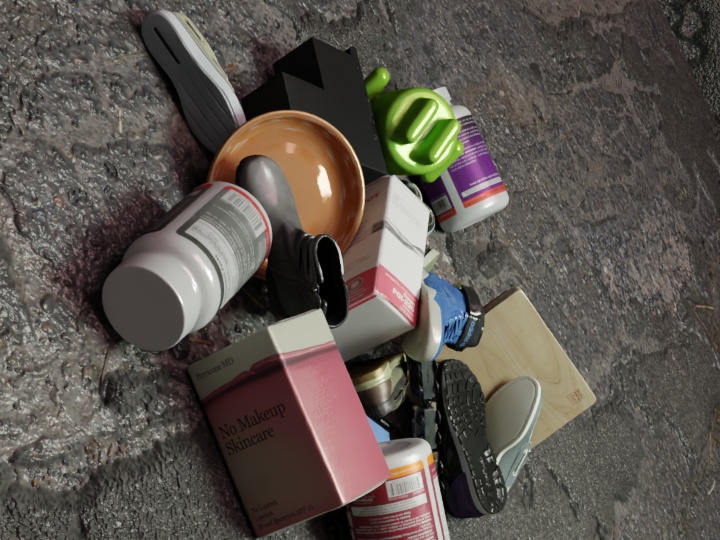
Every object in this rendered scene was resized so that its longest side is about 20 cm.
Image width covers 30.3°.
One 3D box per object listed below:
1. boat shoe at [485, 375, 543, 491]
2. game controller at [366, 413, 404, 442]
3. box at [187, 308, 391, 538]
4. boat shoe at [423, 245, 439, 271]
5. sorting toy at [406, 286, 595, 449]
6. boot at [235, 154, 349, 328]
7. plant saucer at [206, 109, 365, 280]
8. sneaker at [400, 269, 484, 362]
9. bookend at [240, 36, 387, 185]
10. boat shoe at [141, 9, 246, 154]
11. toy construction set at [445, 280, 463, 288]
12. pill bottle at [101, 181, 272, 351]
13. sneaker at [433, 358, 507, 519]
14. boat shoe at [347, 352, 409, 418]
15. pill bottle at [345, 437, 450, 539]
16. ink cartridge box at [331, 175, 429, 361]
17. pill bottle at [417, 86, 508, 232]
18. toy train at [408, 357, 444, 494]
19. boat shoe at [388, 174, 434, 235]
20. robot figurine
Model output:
[{"bbox_3d":[0.186,0.229,1.730,0.062,0.201,0.073,19,10,-46],"label":"boat shoe"},{"bbox_3d":[-0.004,0.196,1.586,0.200,0.042,0.105,41,38,-34],"label":"game controller"},{"bbox_3d":[-0.076,0.162,1.419,0.109,0.127,0.201,-17,82,-58],"label":"box"},{"bbox_3d":[0.035,0.002,1.762,0.066,0.075,0.199,38,38,12],"label":"boat shoe"},{"bbox_3d":[0.174,0.145,1.763,0.201,0.198,0.070,53,3,-22],"label":"sorting toy"},{"bbox_3d":[-0.068,-0.037,1.489,0.069,0.131,0.202,-24,102,-26],"label":"boot"},{"bbox_3d":[-0.091,-0.088,1.570,0.198,0.037,0.202,-4,99,-24],"label":"plant saucer"},{"bbox_3d":[0.107,0.065,1.622,0.110,0.077,0.200,23,16,-14],"label":"sneaker"},{"bbox_3d":[-0.078,-0.212,1.718,0.199,0.092,0.200,15,54,-50],"label":"bookend"},{"bbox_3d":[-0.185,-0.227,1.589,0.201,0.072,0.062,60,34,-2],"label":"boat shoe"},{"bbox_3d":[0.141,0.093,1.841,0.201,0.091,0.131,62,30,-25],"label":"toy construction set"},{"bbox_3d":[-0.181,-0.005,1.395,0.114,0.113,0.200,57,32,-12],"label":"pill bottle"},{"bbox_3d":[0.114,0.216,1.687,0.075,0.087,0.202,-3,77,-47],"label":"sneaker"},{"bbox_3d":[0.022,0.141,1.609,0.200,0.073,0.065,-13,86,-78],"label":"boat shoe"},{"bbox_3d":[0.045,0.298,1.498,0.109,0.109,0.202,-15,94,-58],"label":"pill bottle"},{"bbox_3d":[0.000,0.000,1.630,0.085,0.145,0.201,40,39,-31],"label":"ink cartridge box"},{"bbox_3d":[0.135,-0.166,1.983,0.112,0.112,0.201,-21,86,-59],"label":"pill bottle"},{"bbox_3d":[0.079,0.195,1.647,0.034,0.046,0.202,-11,108,-20],"label":"toy train"},{"bbox_3d":[0.053,-0.089,1.845,0.199,0.071,0.073,14,56,-52],"label":"boat shoe"},{"bbox_3d":[0.057,-0.189,1.827,0.175,0.200,0.116,38,78,-21],"label":"robot figurine"}]
